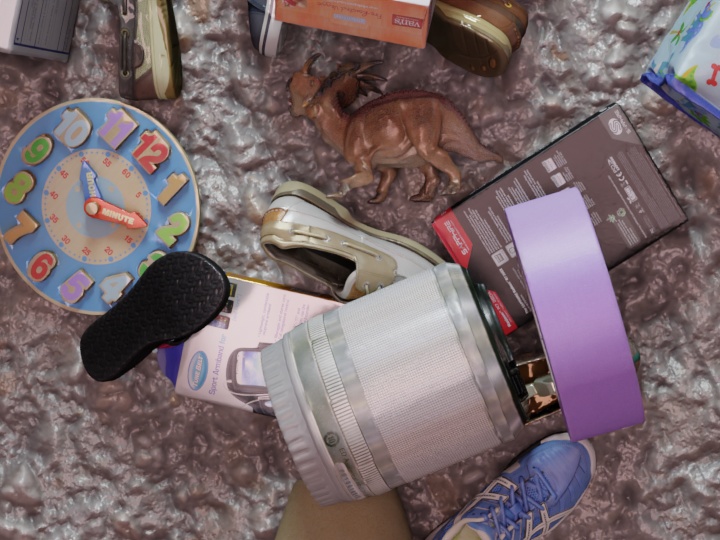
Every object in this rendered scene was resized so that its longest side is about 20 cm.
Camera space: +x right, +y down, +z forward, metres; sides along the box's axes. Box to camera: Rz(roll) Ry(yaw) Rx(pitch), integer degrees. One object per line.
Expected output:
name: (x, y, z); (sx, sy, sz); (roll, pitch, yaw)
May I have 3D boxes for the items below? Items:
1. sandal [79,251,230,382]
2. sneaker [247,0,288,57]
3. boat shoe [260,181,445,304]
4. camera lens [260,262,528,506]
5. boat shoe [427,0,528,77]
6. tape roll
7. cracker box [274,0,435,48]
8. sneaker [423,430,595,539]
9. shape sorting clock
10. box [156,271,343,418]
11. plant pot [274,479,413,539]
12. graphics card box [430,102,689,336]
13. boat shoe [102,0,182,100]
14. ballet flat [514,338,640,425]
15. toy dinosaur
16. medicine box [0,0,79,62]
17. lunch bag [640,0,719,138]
sandal: (-0.183, 0.040, 1.513); (0.199, 0.045, 0.076); (-32, 71, 38)
sneaker: (-0.091, -0.293, 1.489); (0.078, 0.078, 0.202); (7, 84, 0)
boat shoe: (0.000, 0.000, 1.486); (0.199, 0.075, 0.069); (27, 53, -4)
camera lens: (0.033, 0.096, 1.413); (0.198, 0.160, 0.161); (-23, 92, 3)
boat shoe: (0.059, -0.249, 1.488); (0.199, 0.072, 0.068); (32, 64, 10)
tape roll: (0.177, 0.037, 1.377); (0.065, 0.200, 0.202); (-16, 93, 5)
cracker box: (0.011, -0.293, 1.432); (0.132, 0.058, 0.202); (11, 57, 4)
sneaker: (0.136, 0.225, 1.506); (0.200, 0.077, 0.076); (-44, 88, 6)
shape sorting clock: (-0.245, -0.058, 1.540); (0.197, 0.039, 0.203); (0, 94, 6)
box: (-0.086, 0.072, 1.536); (0.198, 0.041, 0.120); (13, 96, 7)
plant pot: (-0.014, 0.290, 1.488); (0.185, 0.187, 0.202); (0, 79, 6)
graphics card box: (0.178, -0.046, 1.493); (0.199, 0.051, 0.126); (-33, 91, 8)
boat shoe: (-0.206, -0.253, 1.505); (0.065, 0.072, 0.203); (-8, 98, 1)
ballet flat: (0.156, 0.105, 1.499); (0.198, 0.067, 0.069); (-23, 94, 7)
toy dinosaur: (0.030, -0.131, 1.489); (0.197, 0.086, 0.137); (-2, 88, 0)
medicine box: (-0.305, -0.285, 1.447); (0.102, 0.200, 0.184); (14, 96, 2)
lunch bag: (0.373, -0.177, 1.433); (0.199, 0.127, 0.171); (34, 95, -11)
